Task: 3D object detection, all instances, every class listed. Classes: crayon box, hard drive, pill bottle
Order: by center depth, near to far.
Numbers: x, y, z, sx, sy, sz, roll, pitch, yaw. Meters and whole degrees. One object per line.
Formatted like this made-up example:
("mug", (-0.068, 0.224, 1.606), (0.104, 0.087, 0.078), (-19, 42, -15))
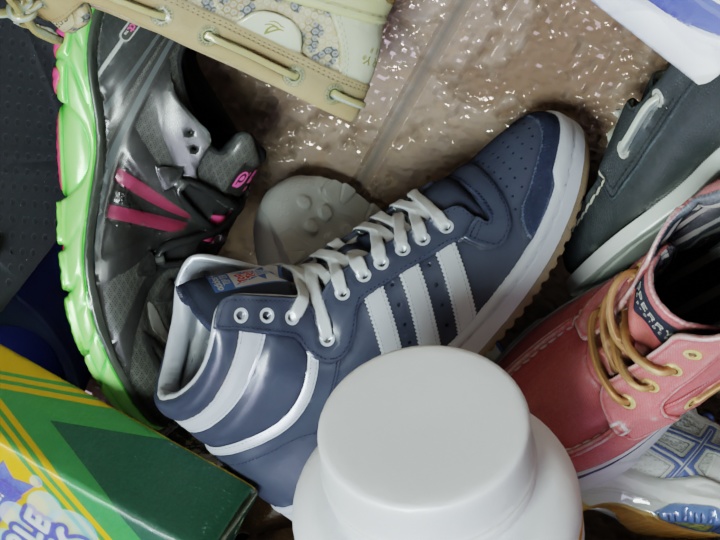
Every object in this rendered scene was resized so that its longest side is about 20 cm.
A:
("pill bottle", (0.034, 0.121, 0.970), (0.109, 0.109, 0.200), (5, 139, 13))
("hard drive", (-0.177, -0.085, 1.010), (0.042, 0.135, 0.200), (5, 137, 36))
("crayon box", (-0.156, 0.095, 1.029), (0.200, 0.052, 0.126), (29, 129, 6))

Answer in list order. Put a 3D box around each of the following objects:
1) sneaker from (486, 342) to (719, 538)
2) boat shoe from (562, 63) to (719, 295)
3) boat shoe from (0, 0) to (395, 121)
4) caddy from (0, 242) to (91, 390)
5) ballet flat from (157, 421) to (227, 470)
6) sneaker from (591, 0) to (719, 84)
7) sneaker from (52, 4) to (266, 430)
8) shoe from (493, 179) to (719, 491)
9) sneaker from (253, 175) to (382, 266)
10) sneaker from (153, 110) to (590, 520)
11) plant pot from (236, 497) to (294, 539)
("sneaker", (0.121, 0.068, 1.082), (0.200, 0.088, 0.075), (9, 165, -19))
("boat shoe", (0.134, -0.055, 0.985), (0.200, 0.076, 0.060), (-43, 69, 48))
("boat shoe", (-0.087, -0.106, 0.962), (0.200, 0.073, 0.063), (12, 98, -6))
("caddy", (-0.201, 0.047, 1.142), (0.141, 0.105, 0.200), (32, 131, -11))
("ballet flat", (-0.118, 0.107, 1.100), (0.200, 0.072, 0.072), (-24, 121, 5))
("sneaker", (0.120, -0.152, 0.830), (0.081, 0.199, 0.115), (36, 118, -9))
("sneaker", (-0.081, -0.028, 1.032), (0.084, 0.077, 0.200), (0, 105, 3))
("shoe", (0.111, 0.022, 0.973), (0.200, 0.072, 0.091), (-32, 161, 14))
("sneaker", (-0.001, 0.047, 1.108), (0.080, 0.076, 0.200), (-1, 125, 48))
("sneaker", (0.000, 0.000, 1.004), (0.108, 0.070, 0.200), (36, 92, -23))
("plant pot", (-0.058, 0.203, 1.181), (0.200, 0.200, 0.198), (-4, 120, 20))
